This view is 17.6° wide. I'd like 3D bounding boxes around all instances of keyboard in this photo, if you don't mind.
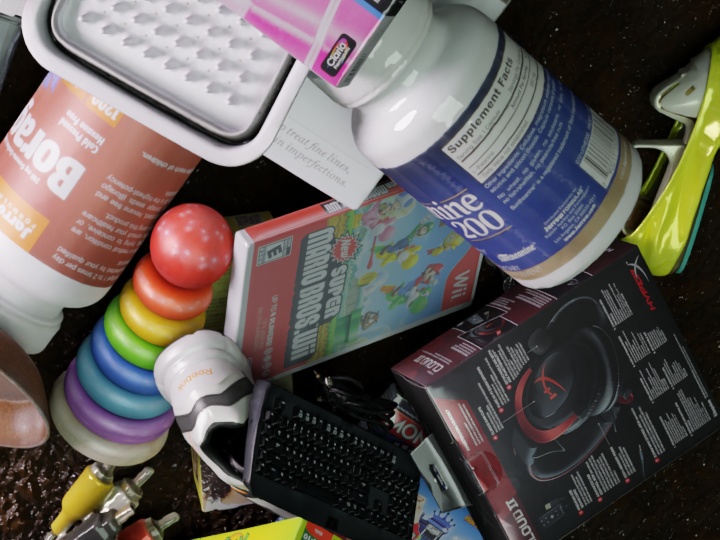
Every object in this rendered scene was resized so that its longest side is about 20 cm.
[{"bbox_3d":[-0.006,0.118,1.520,0.039,0.105,0.200,-8,159,29],"label":"keyboard"}]

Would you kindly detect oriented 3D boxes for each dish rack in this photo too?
[{"bbox_3d":[-0.087,-0.180,1.347,0.171,0.044,0.201,29,102,6],"label":"dish rack"}]

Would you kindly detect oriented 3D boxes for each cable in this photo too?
[{"bbox_3d":[-0.217,0.212,1.647,0.199,0.050,0.097,-33,110,14],"label":"cable"}]

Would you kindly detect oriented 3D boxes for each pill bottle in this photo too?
[{"bbox_3d":[0.065,-0.087,1.390,0.200,0.111,0.111,38,101,-24],"label":"pill bottle"},{"bbox_3d":[-0.184,-0.050,1.495,0.112,0.112,0.201,31,103,-22],"label":"pill bottle"}]

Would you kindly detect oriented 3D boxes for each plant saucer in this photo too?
[{"bbox_3d":[-0.282,0.049,1.495,0.200,0.200,0.035,37,65,-23],"label":"plant saucer"}]

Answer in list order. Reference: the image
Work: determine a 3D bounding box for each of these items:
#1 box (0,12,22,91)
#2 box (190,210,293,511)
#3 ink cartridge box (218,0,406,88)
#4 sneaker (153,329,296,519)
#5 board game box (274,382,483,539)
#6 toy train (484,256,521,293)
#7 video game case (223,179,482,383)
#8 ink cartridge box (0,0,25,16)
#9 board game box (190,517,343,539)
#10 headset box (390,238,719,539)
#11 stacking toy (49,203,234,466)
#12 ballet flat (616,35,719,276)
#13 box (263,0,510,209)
[{"bbox_3d":[-0.319,-0.100,1.480,0.158,0.046,0.201,17,109,-19],"label":"box"},{"bbox_3d":[-0.085,0.064,1.601,0.075,0.050,0.202,-9,114,-9],"label":"box"},{"bbox_3d":[-0.062,-0.198,1.301,0.199,0.037,0.095,37,103,7],"label":"ink cartridge box"},{"bbox_3d":[-0.069,0.123,1.532,0.073,0.080,0.200,-33,138,8],"label":"sneaker"},{"bbox_3d":[0.063,0.166,1.671,0.200,0.062,0.200,37,99,-22],"label":"board game box"},{"bbox_3d":[0.139,0.035,1.647,0.046,0.034,0.201,-33,116,-1],"label":"toy train"},{"bbox_3d":[0.000,0.000,1.545,0.199,0.017,0.144,-20,142,-27],"label":"video game case"},{"bbox_3d":[-0.246,-0.236,1.426,0.199,0.068,0.117,20,108,-19],"label":"ink cartridge box"},{"bbox_3d":[-0.058,0.222,1.601,0.101,0.199,0.048,32,64,-23],"label":"board game box"},{"bbox_3d":[0.127,0.091,1.589,0.199,0.075,0.149,-33,107,-12],"label":"headset box"},{"bbox_3d":[-0.133,0.035,1.525,0.085,0.086,0.201,16,129,-18],"label":"stacking toy"},{"bbox_3d":[0.222,-0.091,1.597,0.066,0.067,0.201,18,109,-7],"label":"ballet flat"},{"bbox_3d":[-0.033,-0.184,1.461,0.198,0.131,0.201,32,103,-22],"label":"box"}]
